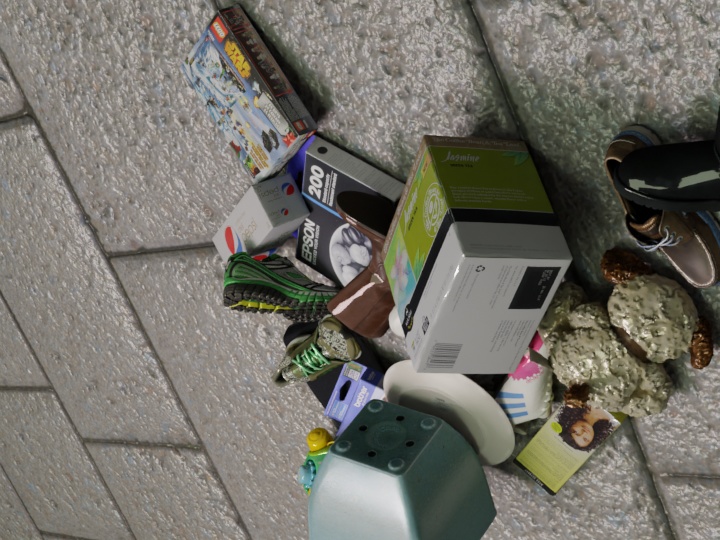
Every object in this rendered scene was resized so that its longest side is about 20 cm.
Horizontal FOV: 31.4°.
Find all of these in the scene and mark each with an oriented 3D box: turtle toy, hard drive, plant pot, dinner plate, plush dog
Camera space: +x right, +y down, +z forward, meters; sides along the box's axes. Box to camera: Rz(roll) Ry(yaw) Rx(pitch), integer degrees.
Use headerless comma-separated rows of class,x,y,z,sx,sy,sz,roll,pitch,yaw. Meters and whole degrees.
turtle toy,-0.017,0.334,1.964,0.200,0.101,0.146,15,144,36
hard drive,-0.028,0.156,1.904,0.135,0.042,0.200,-25,101,50
plant pot,0.045,0.290,1.705,0.196,0.196,0.200,14,133,30
dinner plate,0.113,0.199,1.721,0.200,0.024,0.200,23,141,20
plush dog,0.306,0.075,1.469,0.200,0.160,0.172,44,114,5

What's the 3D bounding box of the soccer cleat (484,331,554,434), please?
soccer cleat,0.223,0.143,1.651,0.086,0.070,0.200,29,141,1

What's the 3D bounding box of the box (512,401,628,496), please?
box,0.274,0.211,1.659,0.075,0.050,0.200,40,140,12

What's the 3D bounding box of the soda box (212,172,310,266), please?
soda box,-0.142,-0.061,1.791,0.068,0.064,0.200,63,152,9

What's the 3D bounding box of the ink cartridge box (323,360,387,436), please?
ink cartridge box,0.046,0.218,1.836,0.200,0.042,0.119,28,124,8

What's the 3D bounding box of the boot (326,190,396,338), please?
boot,0.000,0.000,1.669,0.186,0.064,0.200,28,132,-19

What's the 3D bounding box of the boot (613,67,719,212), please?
boot,0.358,-0.132,1.260,0.198,0.073,0.163,9,137,9

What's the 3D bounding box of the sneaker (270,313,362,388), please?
sneaker,-0.067,0.127,1.803,0.077,0.089,0.200,48,148,-2

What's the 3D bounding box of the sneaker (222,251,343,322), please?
sneaker,-0.095,0.017,1.776,0.078,0.200,0.085,-33,52,48

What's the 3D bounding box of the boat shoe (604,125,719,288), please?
boat shoe,0.323,-0.056,1.386,0.200,0.072,0.072,54,141,-4

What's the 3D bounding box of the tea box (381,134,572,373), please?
tea box,0.126,-0.018,1.479,0.200,0.133,0.197,109,156,-43

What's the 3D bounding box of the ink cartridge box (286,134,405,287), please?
ink cartridge box,-0.036,-0.075,1.733,0.200,0.043,0.198,32,138,23

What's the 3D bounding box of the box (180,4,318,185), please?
box,-0.150,-0.230,1.695,0.200,0.040,0.137,58,142,7

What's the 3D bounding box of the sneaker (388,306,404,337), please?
sneaker,0.119,0.077,1.626,0.200,0.099,0.078,-3,141,31
